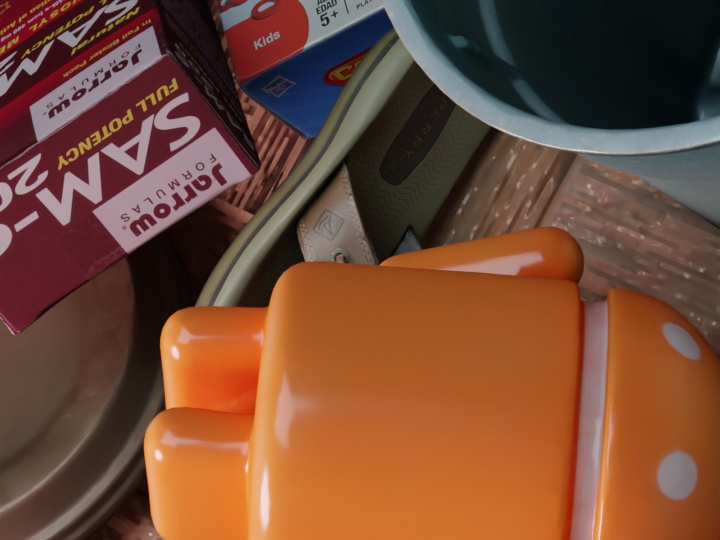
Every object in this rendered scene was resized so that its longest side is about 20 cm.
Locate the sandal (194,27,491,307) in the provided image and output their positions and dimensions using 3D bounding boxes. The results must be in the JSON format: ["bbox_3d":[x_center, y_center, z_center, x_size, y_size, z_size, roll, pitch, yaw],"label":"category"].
[{"bbox_3d":[0.000,-0.001,0.914,0.057,0.080,0.201,25,84,38],"label":"sandal"}]

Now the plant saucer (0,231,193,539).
[{"bbox_3d":[-0.162,0.035,0.999,0.200,0.029,0.200,-9,57,14],"label":"plant saucer"}]

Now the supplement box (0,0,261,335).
[{"bbox_3d":[-0.109,-0.072,0.967,0.109,0.061,0.200,-34,30,7],"label":"supplement box"}]

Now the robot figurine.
[{"bbox_3d":[0.034,0.056,0.828,0.200,0.144,0.117,5,107,3],"label":"robot figurine"}]

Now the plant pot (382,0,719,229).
[{"bbox_3d":[0.136,-0.094,0.798,0.200,0.196,0.200,-12,66,27],"label":"plant pot"}]

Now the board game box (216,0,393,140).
[{"bbox_3d":[0.028,-0.182,0.987,0.200,0.056,0.196,-27,59,20],"label":"board game box"}]
